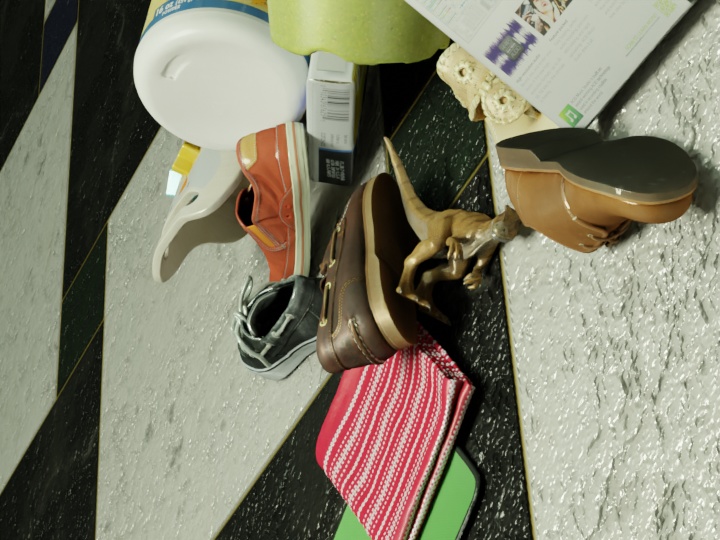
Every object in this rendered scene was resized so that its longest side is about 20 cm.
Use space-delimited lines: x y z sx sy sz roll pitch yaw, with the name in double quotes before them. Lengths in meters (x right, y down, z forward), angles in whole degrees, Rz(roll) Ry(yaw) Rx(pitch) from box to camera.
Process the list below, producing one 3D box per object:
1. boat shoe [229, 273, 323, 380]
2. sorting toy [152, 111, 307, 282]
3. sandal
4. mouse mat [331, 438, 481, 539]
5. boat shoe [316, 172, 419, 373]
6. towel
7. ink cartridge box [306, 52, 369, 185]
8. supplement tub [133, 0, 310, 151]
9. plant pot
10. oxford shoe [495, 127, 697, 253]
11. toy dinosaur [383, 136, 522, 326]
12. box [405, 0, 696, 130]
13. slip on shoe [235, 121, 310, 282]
"boat shoe" -0.069 0.042 1.884 0.199 0.068 0.074 -17 59 66
"sorting toy" -0.119 -0.078 1.983 0.200 0.107 0.180 -50 9 47
"sandal" 0.082 -0.139 1.627 0.212 0.070 0.078 -107 38 -56
"mouse mat" 0.027 0.175 1.620 0.200 0.008 0.161 -123 53 -66
"boat shoe" 0.000 0.000 1.679 0.070 0.070 0.200 -28 25 20
"towel" 0.020 0.109 1.653 0.200 0.022 0.145 -132 61 -67
"ink cartridge box" -0.011 -0.197 1.855 0.198 0.047 0.200 88 -169 -69
"supplement tub" -0.100 -0.213 1.908 0.145 0.145 0.200 -52 21 45
"plant pot" 0.004 -0.249 1.656 0.200 0.200 0.184 -130 40 -66
"oxford shoe" 0.149 -0.043 1.417 0.200 0.071 0.071 -160 57 -68
"toy dinosaur" 0.060 -0.023 1.638 0.200 0.060 0.106 20 81 60
"box" 0.100 -0.193 1.456 0.144 0.200 0.036 -51 1 45
"slip on shoe" -0.071 -0.048 1.899 0.200 0.061 0.074 89 175 -55
